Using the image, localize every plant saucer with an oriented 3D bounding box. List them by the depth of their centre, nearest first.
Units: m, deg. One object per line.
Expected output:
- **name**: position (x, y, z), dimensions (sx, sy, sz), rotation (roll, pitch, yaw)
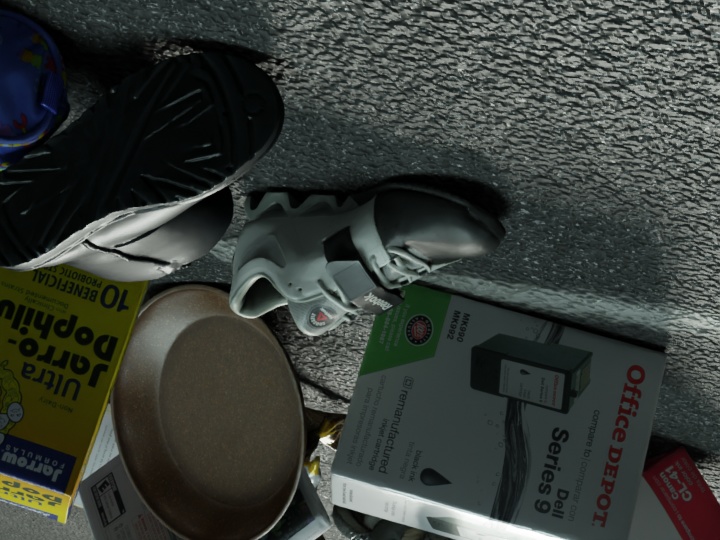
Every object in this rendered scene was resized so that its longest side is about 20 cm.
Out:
- **plant saucer**: position (-0.109, 0.109, 1.325), dimensions (0.199, 0.203, 0.037), rotation (0, -173, 39)

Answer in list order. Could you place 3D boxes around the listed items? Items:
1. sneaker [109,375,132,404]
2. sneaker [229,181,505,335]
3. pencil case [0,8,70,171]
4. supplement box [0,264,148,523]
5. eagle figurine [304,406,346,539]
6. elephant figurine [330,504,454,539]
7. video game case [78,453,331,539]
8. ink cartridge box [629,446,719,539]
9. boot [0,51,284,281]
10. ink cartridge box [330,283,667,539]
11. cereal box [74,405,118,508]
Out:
- **sneaker**: position (-0.231, 0.065, 1.410), dimensions (0.095, 0.080, 0.199), rotation (-15, 142, 43)
- **sneaker**: position (0.000, 0.000, 1.056), dimensions (0.199, 0.089, 0.074), rotation (-4, 150, 42)
- **pencil case**: position (-0.224, -0.083, 1.029), dimensions (0.086, 0.079, 0.200), rotation (13, 161, -17)
- **supplement box**: position (-0.222, 0.058, 1.218), dimensions (0.108, 0.202, 0.110), rotation (18, 160, -5)
- **eagle figurine**: position (-0.059, 0.199, 1.429), dimensions (0.150, 0.202, 0.151), rotation (-3, 151, 13)
- **elephant figurine**: position (0.048, 0.182, 1.297), dimensions (0.141, 0.201, 0.156), rotation (29, 160, 24)
- **video game case**: position (-0.129, 0.186, 1.385), dimensions (0.023, 0.181, 0.200), rotation (50, -175, -39)
- **ink cartridge box**: position (0.168, 0.228, 1.350), dimensions (0.086, 0.199, 0.148), rotation (61, 157, 5)
- **boot**: position (-0.110, -0.055, 1.015), dimensions (0.199, 0.077, 0.168), rotation (-27, 171, 16)
- **ink cartridge box**: position (0.093, 0.106, 1.169), dimensions (0.198, 0.147, 0.084), rotation (14, 159, 5)
- **cereal box**: position (-0.219, 0.136, 1.513), dimensions (0.198, 0.145, 0.040), rotation (20, -168, -5)
